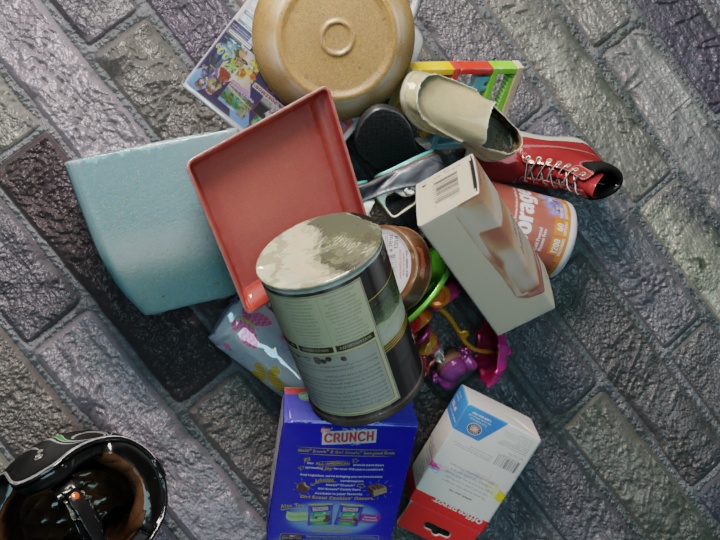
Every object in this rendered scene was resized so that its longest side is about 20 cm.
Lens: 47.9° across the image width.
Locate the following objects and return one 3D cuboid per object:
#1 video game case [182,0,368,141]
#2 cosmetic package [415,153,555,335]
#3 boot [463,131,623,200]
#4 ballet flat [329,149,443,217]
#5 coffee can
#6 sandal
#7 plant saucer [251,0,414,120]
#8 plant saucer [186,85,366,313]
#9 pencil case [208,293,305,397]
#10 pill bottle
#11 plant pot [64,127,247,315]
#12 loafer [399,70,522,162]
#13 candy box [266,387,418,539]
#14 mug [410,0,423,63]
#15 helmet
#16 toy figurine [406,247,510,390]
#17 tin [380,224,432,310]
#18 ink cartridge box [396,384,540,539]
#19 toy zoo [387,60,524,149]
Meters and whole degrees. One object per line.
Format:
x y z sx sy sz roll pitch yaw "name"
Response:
-0.085 -0.235 1.001 0.200 0.023 0.182 38 99 -18 "video game case"
0.156 -0.030 1.013 0.087 0.104 0.200 -27 122 19 "cosmetic package"
0.251 -0.138 1.115 0.199 0.144 0.073 -3 118 -11 "boot"
0.019 -0.095 1.047 0.199 0.073 0.073 -20 91 -6 "ballet flat"
-0.019 0.056 0.930 0.146 0.146 0.201 -26 122 -11 "coffee can"
0.044 -0.167 1.076 0.075 0.200 0.048 -29 61 13 "sandal"
-0.030 -0.277 0.964 0.199 0.035 0.201 -3 109 -7 "plant saucer"
-0.094 -0.084 0.940 0.199 0.037 0.201 -35 126 -27 "plant saucer"
-0.104 0.111 1.070 0.200 0.083 0.091 41 42 -6 "pencil case"
0.187 -0.064 1.119 0.199 0.112 0.113 13 85 -10 "pill bottle"
-0.232 -0.060 1.004 0.195 0.196 0.201 -14 103 -11 "plant pot"
0.136 -0.199 1.036 0.199 0.068 0.076 19 82 -36 "loafer"
-0.028 0.251 1.037 0.168 0.077 0.201 5 119 -11 "candy box"
0.000 -0.329 1.060 0.175 0.148 0.200 27 125 -13 "mug"
-0.342 0.286 0.959 0.200 0.190 0.201 24 54 -38 "helmet"
0.112 0.098 1.101 0.184 0.150 0.200 42 103 -17 "toy figurine"
0.000 0.000 1.049 0.042 0.199 0.113 15 73 -51 "tin"
0.140 0.272 1.098 0.116 0.067 0.201 27 104 -9 "ink cartridge box"
0.113 -0.222 1.097 0.199 0.132 0.021 -7 47 -22 "toy zoo"
